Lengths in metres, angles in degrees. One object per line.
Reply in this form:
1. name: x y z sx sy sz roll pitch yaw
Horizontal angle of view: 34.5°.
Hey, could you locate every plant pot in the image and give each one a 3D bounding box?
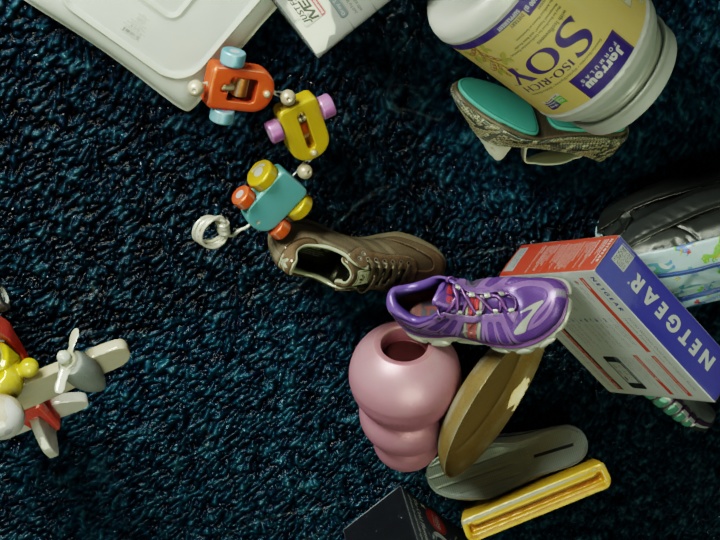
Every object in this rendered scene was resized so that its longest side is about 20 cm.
1. plant pot: 0.144 0.143 1.308 0.200 0.027 0.200 -45 155 -28

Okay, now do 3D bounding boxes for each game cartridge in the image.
1. game cartridge: 0.207 0.271 1.393 0.176 0.033 0.200 -23 170 4

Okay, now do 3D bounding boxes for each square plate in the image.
1. square plate: -0.170 -0.261 1.029 0.200 0.028 0.198 34 111 -29

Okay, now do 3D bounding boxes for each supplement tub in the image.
1. supplement tub: 0.176 -0.226 1.057 0.200 0.146 0.145 30 113 -27

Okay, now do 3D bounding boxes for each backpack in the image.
1. backpack: 0.350 -0.035 1.222 0.199 0.163 0.154 -9 129 4

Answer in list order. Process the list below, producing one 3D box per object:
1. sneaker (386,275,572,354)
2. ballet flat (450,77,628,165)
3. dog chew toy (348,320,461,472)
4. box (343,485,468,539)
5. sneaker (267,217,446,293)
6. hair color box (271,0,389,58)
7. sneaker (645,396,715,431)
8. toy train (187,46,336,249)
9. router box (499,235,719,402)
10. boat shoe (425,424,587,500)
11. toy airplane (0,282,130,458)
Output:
1. sneaker: 0.116 0.040 1.177 0.199 0.081 0.083 -6 158 29
2. ballet flat: 0.173 -0.139 1.170 0.199 0.068 0.075 7 138 -19
3. dog chew toy: 0.051 0.151 1.307 0.124 0.125 0.200 -9 133 -7
4. box: 0.089 0.401 1.432 0.104 0.200 0.182 -39 123 14
5. sneaker: 0.000 0.000 1.215 0.199 0.076 0.071 9 121 -17
6. hair color box: 0.006 -0.291 1.010 0.200 0.061 0.099 -39 123 2
7. sneaker: 0.374 0.119 1.382 0.200 0.074 0.088 32 107 -28
8. toy train: -0.106 -0.121 1.112 0.150 0.056 0.201 -4 123 -26
9. router box: 0.267 0.053 1.222 0.200 0.179 0.049 45 72 -17
10. boat shoe: 0.178 0.236 1.418 0.199 0.067 0.074 -10 82 0
11. toy airplane: -0.358 0.127 1.183 0.199 0.141 0.200 17 118 -23
